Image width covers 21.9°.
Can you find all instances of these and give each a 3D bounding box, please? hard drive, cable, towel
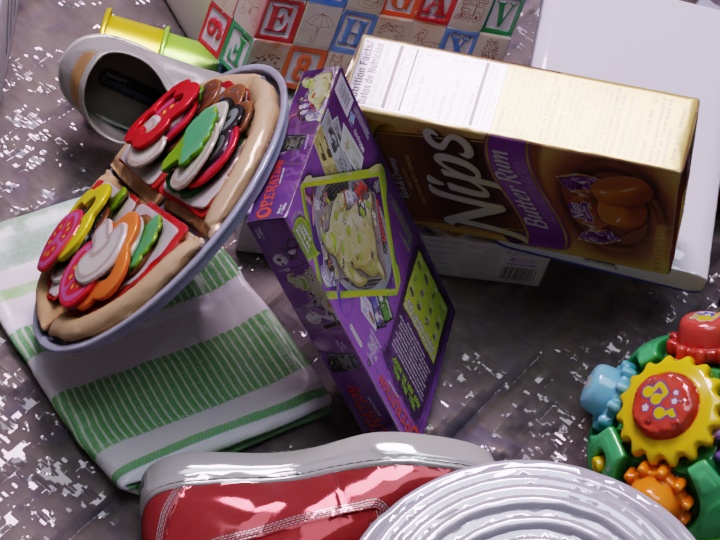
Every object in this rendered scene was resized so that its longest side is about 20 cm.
[{"bbox_3d":[0.167,-0.091,1.189,0.131,0.025,0.201,13,61,0],"label":"hard drive"},{"bbox_3d":[0.081,0.183,0.907,0.199,0.069,0.201,24,58,16],"label":"cable"},{"bbox_3d":[-0.126,0.030,1.095,0.152,0.023,0.200,-21,60,-28],"label":"towel"}]

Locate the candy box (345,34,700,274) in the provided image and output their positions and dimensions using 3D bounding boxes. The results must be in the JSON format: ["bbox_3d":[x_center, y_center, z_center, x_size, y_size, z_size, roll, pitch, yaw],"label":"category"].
[{"bbox_3d":[0.091,-0.066,1.087,0.198,0.117,0.057,13,62,13],"label":"candy box"}]

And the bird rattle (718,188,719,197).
[{"bbox_3d":[0.301,-0.040,1.204,0.198,0.113,0.164,21,47,4],"label":"bird rattle"}]

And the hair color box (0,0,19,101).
[{"bbox_3d":[-0.250,-0.147,1.157,0.060,0.100,0.201,7,50,-7],"label":"hair color box"}]

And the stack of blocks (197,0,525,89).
[{"bbox_3d":[0.009,-0.173,1.188,0.199,0.116,0.059,4,28,-38],"label":"stack of blocks"}]

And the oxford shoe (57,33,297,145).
[{"bbox_3d":[-0.092,-0.092,1.156,0.198,0.076,0.058,18,13,-13],"label":"oxford shoe"}]

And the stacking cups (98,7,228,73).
[{"bbox_3d":[-0.075,-0.118,1.210,0.198,0.061,0.061,13,49,-8],"label":"stacking cups"}]

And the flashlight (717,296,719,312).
[{"bbox_3d":[0.309,0.071,1.147,0.198,0.068,0.068,19,46,3],"label":"flashlight"}]

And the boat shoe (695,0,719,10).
[{"bbox_3d":[0.223,-0.120,1.280,0.062,0.072,0.200,32,50,5],"label":"boat shoe"}]

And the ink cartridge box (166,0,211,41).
[{"bbox_3d":[-0.028,-0.234,1.268,0.199,0.129,0.126,-16,57,-25],"label":"ink cartridge box"}]

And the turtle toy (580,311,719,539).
[{"bbox_3d":[0.206,0.079,1.047,0.199,0.101,0.147,-32,54,15],"label":"turtle toy"}]

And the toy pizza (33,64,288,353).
[{"bbox_3d":[-0.118,-0.041,1.030,0.032,0.199,0.201,42,43,-26],"label":"toy pizza"}]

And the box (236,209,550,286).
[{"bbox_3d":[0.022,-0.027,1.169,0.198,0.042,0.039,6,51,-9],"label":"box"}]

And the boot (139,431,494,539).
[{"bbox_3d":[-0.013,0.165,0.982,0.198,0.073,0.145,-6,53,-6],"label":"boot"}]

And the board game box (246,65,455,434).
[{"bbox_3d":[0.000,0.000,1.048,0.032,0.201,0.121,-8,43,21],"label":"board game box"}]
